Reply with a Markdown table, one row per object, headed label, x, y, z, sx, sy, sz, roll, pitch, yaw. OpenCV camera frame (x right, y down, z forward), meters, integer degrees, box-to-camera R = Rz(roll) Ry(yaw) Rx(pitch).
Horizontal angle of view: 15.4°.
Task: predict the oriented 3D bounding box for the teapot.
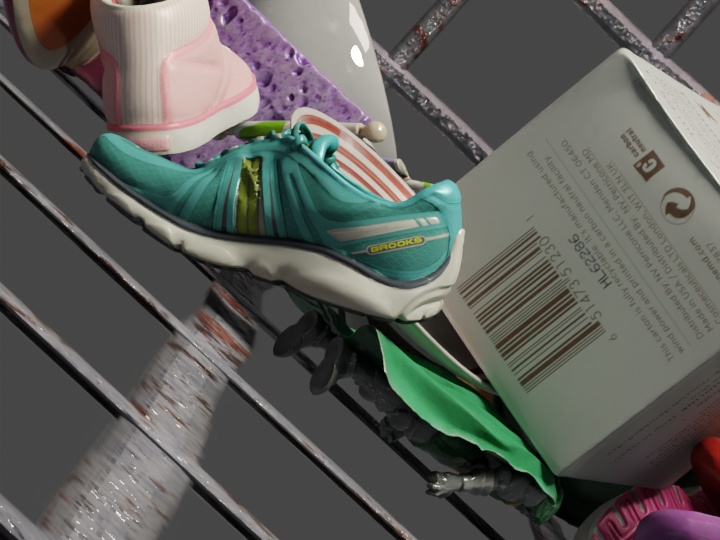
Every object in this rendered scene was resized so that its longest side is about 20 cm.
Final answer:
| label | x | y | z | sx | sy | sz | roll | pitch | yaw |
| --- | --- | --- | --- | --- | --- | --- | --- | --- | --- |
| teapot | -0.061 | -0.140 | 2.108 | 0.200 | 0.145 | 0.199 | 81 | -6 | -62 |

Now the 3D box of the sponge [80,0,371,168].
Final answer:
| label | x | y | z | sx | sy | sz | roll | pitch | yaw |
| --- | --- | --- | --- | --- | --- | --- | --- | --- | --- |
| sponge | -0.099 | -0.121 | 1.694 | 0.200 | 0.112 | 0.030 | 44 | 5 | 15 |

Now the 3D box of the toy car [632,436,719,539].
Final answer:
| label | x | y | z | sx | sy | sz | roll | pitch | yaw |
| --- | --- | --- | --- | --- | --- | --- | --- | --- | --- |
| toy car | 0.223 | 0.161 | 1.449 | 0.149 | 0.201 | 0.175 | 27 | -20 | 23 |

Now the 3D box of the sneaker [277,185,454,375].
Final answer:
| label | x | y | z | sx | sy | sz | roll | pitch | yaw |
| --- | --- | --- | --- | --- | --- | --- | --- | --- | --- |
| sneaker | 0.000 | 0.000 | 1.544 | 0.200 | 0.091 | 0.066 | 44 | 5 | 12 |

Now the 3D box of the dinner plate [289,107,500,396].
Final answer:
| label | x | y | z | sx | sy | sz | roll | pitch | yaw |
| --- | --- | --- | --- | --- | --- | --- | --- | --- | --- |
| dinner plate | 0.021 | -0.006 | 1.462 | 0.200 | 0.024 | 0.200 | 47 | 16 | -18 |

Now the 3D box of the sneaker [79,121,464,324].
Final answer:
| label | x | y | z | sx | sy | sz | roll | pitch | yaw |
| --- | --- | --- | --- | --- | --- | --- | --- | --- | --- |
| sneaker | -0.042 | -0.036 | 1.324 | 0.199 | 0.080 | 0.077 | 17 | 7 | 11 |

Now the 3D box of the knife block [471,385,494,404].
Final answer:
| label | x | y | z | sx | sy | sz | roll | pitch | yaw |
| --- | --- | --- | --- | --- | --- | --- | --- | --- | --- |
| knife block | 0.107 | 0.105 | 1.828 | 0.198 | 0.177 | 0.064 | -6 | 19 | -14 |

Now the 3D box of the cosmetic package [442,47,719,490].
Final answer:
| label | x | y | z | sx | sy | sz | roll | pitch | yaw |
| --- | --- | --- | --- | --- | --- | --- | --- | --- | --- |
| cosmetic package | 0.156 | 0.005 | 1.468 | 0.168 | 0.166 | 0.200 | 55 | 15 | 18 |

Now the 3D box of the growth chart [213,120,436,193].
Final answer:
| label | x | y | z | sx | sy | sz | roll | pitch | yaw |
| --- | --- | --- | --- | --- | --- | --- | --- | --- | --- |
| growth chart | 0.008 | -0.024 | 1.625 | 0.144 | 0.018 | 0.200 | -1 | -44 | 36 |

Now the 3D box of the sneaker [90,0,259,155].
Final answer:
| label | x | y | z | sx | sy | sz | roll | pitch | yaw |
| --- | --- | --- | --- | --- | --- | --- | --- | --- | --- |
| sneaker | -0.108 | -0.134 | 1.567 | 0.200 | 0.075 | 0.106 | -55 | 139 | -75 |

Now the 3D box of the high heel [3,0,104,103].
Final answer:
| label | x | y | z | sx | sy | sz | roll | pitch | yaw |
| --- | --- | --- | --- | --- | --- | --- | --- | --- | --- |
| high heel | -0.186 | -0.166 | 1.596 | 0.096 | 0.067 | 0.200 | 49 | 4 | 24 |

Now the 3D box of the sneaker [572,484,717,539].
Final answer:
| label | x | y | z | sx | sy | sz | roll | pitch | yaw |
| --- | --- | --- | --- | --- | --- | --- | --- | --- | --- |
| sneaker | 0.176 | 0.174 | 1.603 | 0.199 | 0.088 | 0.082 | 0 | 68 | -56 |

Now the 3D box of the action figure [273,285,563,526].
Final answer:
| label | x | y | z | sx | sy | sz | roll | pitch | yaw |
| --- | --- | --- | --- | --- | --- | --- | --- | --- | --- |
| action figure | 0.042 | 0.081 | 1.370 | 0.200 | 0.055 | 0.118 | 35 | 6 | -37 |

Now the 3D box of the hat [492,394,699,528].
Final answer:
| label | x | y | z | sx | sy | sz | roll | pitch | yaw |
| --- | --- | --- | --- | --- | --- | --- | --- | --- | --- |
| hat | 0.123 | 0.073 | 1.660 | 0.201 | 0.165 | 0.176 | 63 | 22 | 13 |
